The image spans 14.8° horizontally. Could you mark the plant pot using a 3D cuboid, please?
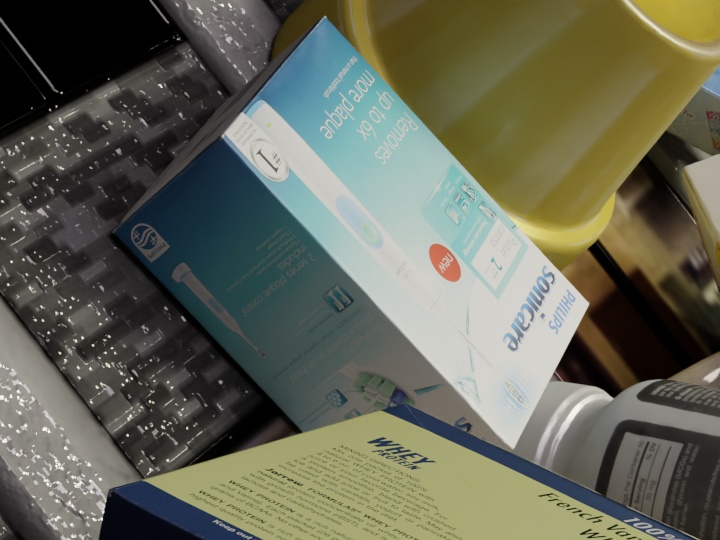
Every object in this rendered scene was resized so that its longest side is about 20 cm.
[{"bbox_3d":[0.085,-0.112,1.448,0.200,0.189,0.201,31,37,-27],"label":"plant pot"}]

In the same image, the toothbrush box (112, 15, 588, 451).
[{"bbox_3d":[0.000,0.000,1.329,0.200,0.085,0.147,48,33,-7],"label":"toothbrush box"}]

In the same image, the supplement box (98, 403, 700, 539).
[{"bbox_3d":[0.025,0.163,1.074,0.199,0.135,0.199,24,20,30],"label":"supplement box"}]

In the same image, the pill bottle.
[{"bbox_3d":[0.169,0.115,1.308,0.116,0.199,0.117,-19,113,-52],"label":"pill bottle"}]

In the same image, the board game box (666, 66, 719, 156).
[{"bbox_3d":[0.187,-0.160,1.698,0.198,0.043,0.200,28,35,-2],"label":"board game box"}]

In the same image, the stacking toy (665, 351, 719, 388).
[{"bbox_3d":[0.214,0.145,1.461,0.085,0.085,0.201,-18,76,-56],"label":"stacking toy"}]

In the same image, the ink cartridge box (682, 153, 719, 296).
[{"bbox_3d":[0.282,0.026,1.513,0.200,0.145,0.147,-107,175,-53],"label":"ink cartridge box"}]
